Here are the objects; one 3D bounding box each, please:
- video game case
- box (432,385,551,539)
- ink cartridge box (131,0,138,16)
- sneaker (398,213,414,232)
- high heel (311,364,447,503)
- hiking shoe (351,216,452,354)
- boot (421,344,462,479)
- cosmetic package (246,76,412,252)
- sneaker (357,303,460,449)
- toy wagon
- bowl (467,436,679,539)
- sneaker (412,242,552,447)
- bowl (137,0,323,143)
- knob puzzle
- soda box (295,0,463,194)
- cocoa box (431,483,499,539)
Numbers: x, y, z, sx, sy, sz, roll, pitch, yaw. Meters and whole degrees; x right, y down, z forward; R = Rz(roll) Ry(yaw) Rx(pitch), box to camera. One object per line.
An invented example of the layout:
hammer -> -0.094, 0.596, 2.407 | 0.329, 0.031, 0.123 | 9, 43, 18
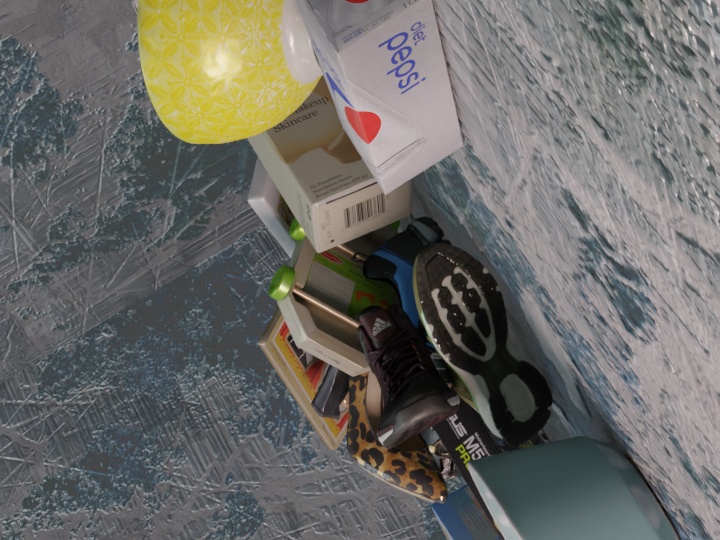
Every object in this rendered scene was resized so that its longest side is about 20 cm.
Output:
video game case -> -0.044, -0.085, 1.712 | 0.200, 0.023, 0.183 | 54, -143, -46
box -> 0.155, 0.204, 1.573 | 0.160, 0.044, 0.201 | 17, -142, -59
ink cartridge box -> -0.134, -0.242, 1.641 | 0.083, 0.145, 0.200 | 61, 176, 1
sneaker -> 0.019, -0.030, 1.709 | 0.201, 0.087, 0.075 | 62, 178, -17
high heel -> 0.037, 0.120, 1.622 | 0.071, 0.143, 0.200 | 5, -153, -46
hiking shoe -> 0.077, 0.053, 1.550 | 0.201, 0.086, 0.074 | 59, 177, 12
boot -> 0.089, 0.133, 1.676 | 0.204, 0.073, 0.155 | -33, -58, -87
cosmetic package -> -0.040, -0.123, 1.572 | 0.201, 0.105, 0.071 | 56, 162, 34
sneaker -> 0.028, 0.084, 1.444 | 0.116, 0.075, 0.200 | 62, 180, 4
toy wagon -> 0.000, 0.000, 1.593 | 0.154, 0.201, 0.040 | 29, 144, -17
bowl -> 0.173, 0.204, 1.267 | 0.202, 0.105, 0.201 | 59, 176, 6
sneaker -> 0.084, 0.061, 1.430 | 0.088, 0.077, 0.201 | 17, 141, 55
bowl -> -0.066, -0.187, 1.233 | 0.107, 0.201, 0.201 | 9, 152, 23
knob puzzle -> -0.015, 0.059, 1.784 | 0.030, 0.220, 0.220 | 3, 136, 35
soda box -> 0.014, -0.128, 1.078 | 0.064, 0.068, 0.200 | 58, 176, 23
cocoa box -> 0.180, 0.306, 1.797 | 0.132, 0.133, 0.200 | 62, 176, -22
